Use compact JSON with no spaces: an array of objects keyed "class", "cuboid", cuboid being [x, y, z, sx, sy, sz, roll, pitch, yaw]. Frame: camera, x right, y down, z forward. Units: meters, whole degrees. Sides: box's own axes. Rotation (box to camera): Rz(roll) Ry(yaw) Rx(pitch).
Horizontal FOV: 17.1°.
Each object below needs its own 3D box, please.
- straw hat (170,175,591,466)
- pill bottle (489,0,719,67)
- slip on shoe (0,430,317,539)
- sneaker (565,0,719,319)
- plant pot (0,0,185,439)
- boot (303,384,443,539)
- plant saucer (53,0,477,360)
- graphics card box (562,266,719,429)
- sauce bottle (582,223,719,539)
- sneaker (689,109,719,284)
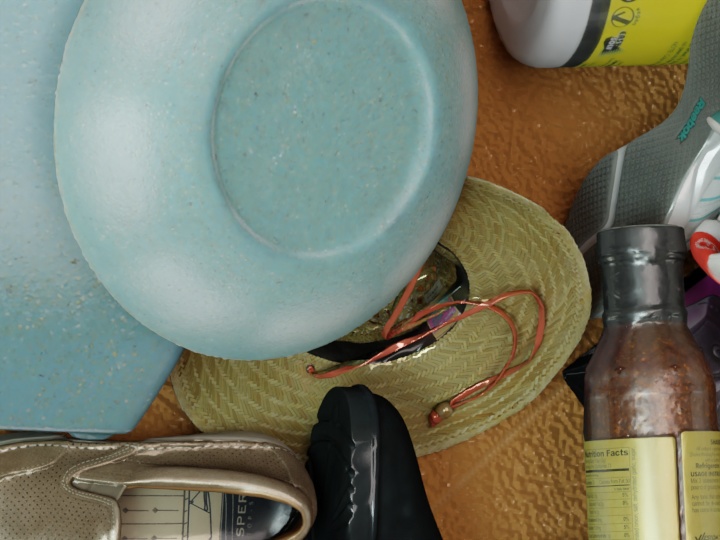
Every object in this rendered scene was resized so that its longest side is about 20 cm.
[{"class":"straw hat","cuboid":[0.000,0.000,1.107,0.201,0.201,0.085,-3,45,-17]},{"class":"pill bottle","cuboid":[0.170,-0.157,1.171,0.200,0.112,0.113,-3,83,-17]},{"class":"slip on shoe","cuboid":[-0.117,0.113,1.059,0.200,0.061,0.076,-3,105,-13]},{"class":"sneaker","cuboid":[0.170,-0.051,1.140,0.080,0.200,0.070,15,32,-36]},{"class":"plant pot","cuboid":[-0.155,-0.033,1.022,0.196,0.196,0.200,3,91,-16]},{"class":"boot","cuboid":[0.058,0.150,1.106,0.162,0.073,0.199,-1,93,-17]},{"class":"plant saucer","cuboid":[-0.024,-0.058,0.949,0.201,0.039,0.201,-8,106,-32]},{"class":"graphics card box","cuboid":[0.213,0.042,1.187,0.200,0.051,0.126,-35,93,-17]},{"class":"sauce bottle","cuboid":[0.133,0.080,1.081,0.066,0.066,0.200,1,83,-16]},{"class":"sneaker","cuboid":[0.195,0.005,1.101,0.093,0.070,0.200,-9,115,-12]}]
